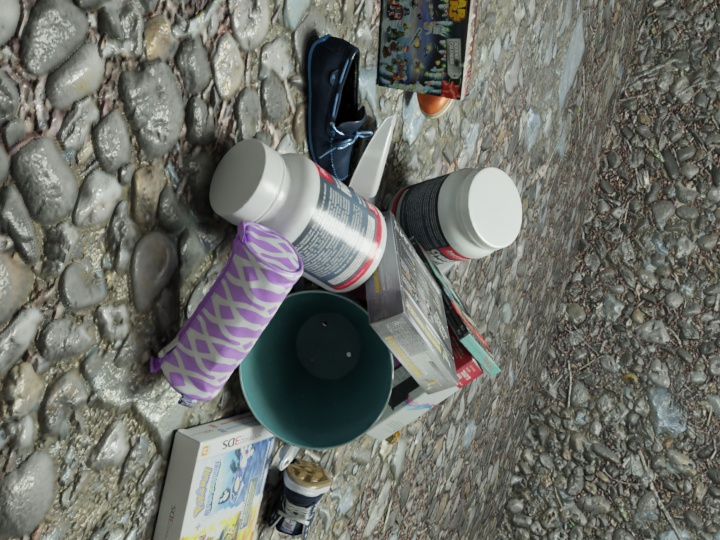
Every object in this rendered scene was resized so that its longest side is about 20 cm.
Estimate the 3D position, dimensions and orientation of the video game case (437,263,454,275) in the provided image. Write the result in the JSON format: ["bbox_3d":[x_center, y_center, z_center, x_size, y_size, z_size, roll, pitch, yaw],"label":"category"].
[{"bbox_3d":[0.073,0.070,1.350,0.183,0.022,0.199,-55,167,31],"label":"video game case"}]

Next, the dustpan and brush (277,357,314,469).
[{"bbox_3d":[-0.082,0.214,1.132,0.200,0.056,0.142,-43,141,-50],"label":"dustpan and brush"}]

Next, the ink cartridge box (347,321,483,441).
[{"bbox_3d":[0.066,0.144,1.202,0.198,0.147,0.083,-35,154,6],"label":"ink cartridge box"}]

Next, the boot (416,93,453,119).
[{"bbox_3d":[0.113,-0.347,1.232,0.107,0.074,0.205,7,90,-62],"label":"boot"}]

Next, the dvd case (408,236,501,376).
[{"bbox_3d":[0.141,0.055,1.195,0.022,0.202,0.146,-33,142,10],"label":"dvd case"}]

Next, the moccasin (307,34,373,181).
[{"bbox_3d":[-0.028,-0.198,1.011,0.081,0.067,0.203,-54,150,-38],"label":"moccasin"}]

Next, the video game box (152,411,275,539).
[{"bbox_3d":[-0.185,0.291,0.997,0.181,0.046,0.205,1,103,-63],"label":"video game box"}]

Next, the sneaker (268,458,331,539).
[{"bbox_3d":[-0.093,0.344,1.145,0.200,0.069,0.111,96,16,-82],"label":"sneaker"}]

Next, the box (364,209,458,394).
[{"bbox_3d":[0.063,0.045,1.018,0.200,0.047,0.161,51,26,-48],"label":"box"}]

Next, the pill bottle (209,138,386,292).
[{"bbox_3d":[-0.071,-0.064,0.898,0.199,0.118,0.122,31,76,-45],"label":"pill bottle"}]

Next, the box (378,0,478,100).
[{"bbox_3d":[0.096,-0.354,1.103,0.040,0.134,0.204,-40,138,-54],"label":"box"}]

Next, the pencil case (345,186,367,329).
[{"bbox_3d":[-0.009,-0.017,1.076,0.083,0.085,0.203,-114,179,-65],"label":"pencil case"}]

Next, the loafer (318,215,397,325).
[{"bbox_3d":[0.000,0.000,1.179,0.071,0.067,0.202,49,64,-36],"label":"loafer"}]

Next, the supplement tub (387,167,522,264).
[{"bbox_3d":[0.148,-0.085,1.265,0.138,0.198,0.144,5,81,-36],"label":"supplement tub"}]

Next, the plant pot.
[{"bbox_3d":[-0.050,0.116,1.037,0.135,0.195,0.205,-56,159,-81],"label":"plant pot"}]

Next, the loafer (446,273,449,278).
[{"bbox_3d":[0.134,-0.043,1.449,0.070,0.067,0.205,9,94,-51],"label":"loafer"}]

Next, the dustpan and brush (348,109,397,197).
[{"bbox_3d":[-0.001,-0.129,1.124,0.140,0.056,0.205,-47,153,-88],"label":"dustpan and brush"}]

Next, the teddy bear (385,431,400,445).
[{"bbox_3d":[0.088,0.227,1.454,0.204,0.066,0.145,-68,-168,-13],"label":"teddy bear"}]

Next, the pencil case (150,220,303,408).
[{"bbox_3d":[-0.142,0.045,0.825,0.085,0.084,0.201,28,110,-25],"label":"pencil case"}]
